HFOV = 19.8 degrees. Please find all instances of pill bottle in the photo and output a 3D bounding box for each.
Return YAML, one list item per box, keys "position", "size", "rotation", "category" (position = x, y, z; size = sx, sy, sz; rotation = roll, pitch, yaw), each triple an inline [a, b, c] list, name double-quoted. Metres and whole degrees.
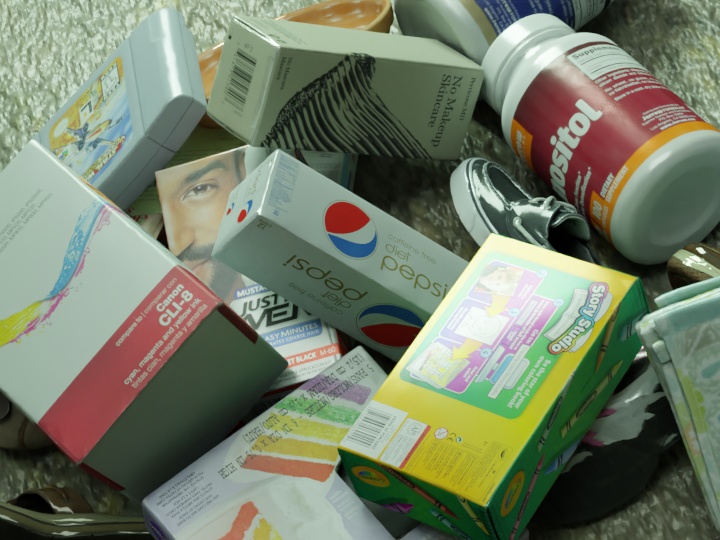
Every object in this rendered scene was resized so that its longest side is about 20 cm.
- position: [0.134, -0.233, 1.642]
  size: [0.200, 0.116, 0.116]
  rotation: [-37, 52, -18]
  category: "pill bottle"
- position: [0.178, -0.103, 1.531]
  size: [0.113, 0.113, 0.200]
  rotation: [-34, 51, -11]
  category: "pill bottle"

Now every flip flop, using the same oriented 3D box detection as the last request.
- position: [-0.203, 0.182, 1.443]
  size: [0.200, 0.081, 0.058]
  rotation: [2, 38, 10]
  category: "flip flop"

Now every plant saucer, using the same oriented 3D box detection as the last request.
- position: [-0.063, -0.163, 1.647]
  size: [0.200, 0.037, 0.200]
  rotation: [-21, 19, 7]
  category: "plant saucer"

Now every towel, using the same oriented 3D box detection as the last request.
- position: [0.295, 0.072, 1.323]
  size: [0.200, 0.171, 0.048]
  rotation: [-19, 12, 15]
  category: "towel"

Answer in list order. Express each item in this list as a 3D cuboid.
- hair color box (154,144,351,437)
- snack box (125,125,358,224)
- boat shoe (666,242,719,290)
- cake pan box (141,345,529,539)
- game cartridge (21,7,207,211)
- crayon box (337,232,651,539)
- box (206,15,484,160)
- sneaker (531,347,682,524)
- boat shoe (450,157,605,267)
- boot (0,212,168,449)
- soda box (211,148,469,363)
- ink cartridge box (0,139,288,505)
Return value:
- position: [-0.077, 0.010, 1.518]
  size: [0.111, 0.064, 0.200]
  rotation: [-17, 62, 6]
  category: "hair color box"
- position: [-0.106, -0.062, 1.626]
  size: [0.200, 0.037, 0.116]
  rotation: [-2, 54, 14]
  category: "snack box"
- position: [0.305, 0.037, 1.415]
  size: [0.202, 0.075, 0.075]
  rotation: [39, 71, 23]
  category: "boat shoe"
- position: [-0.014, 0.171, 1.376]
  size: [0.200, 0.052, 0.184]
  rotation: [-33, 67, -19]
  category: "cake pan box"
- position: [-0.199, -0.099, 1.615]
  size: [0.200, 0.042, 0.133]
  rotation: [-43, 34, 24]
  category: "game cartridge"
- position: [0.091, 0.076, 1.351]
  size: [0.119, 0.058, 0.200]
  rotation: [19, 59, 33]
  category: "crayon box"
- position: [-0.009, -0.133, 1.531]
  size: [0.200, 0.082, 0.068]
  rotation: [0, 25, -38]
  category: "box"
- position: [0.177, 0.098, 1.411]
  size: [0.200, 0.080, 0.086]
  rotation: [-28, 22, 0]
  category: "sneaker"
- position: [0.134, -0.021, 1.491]
  size: [0.068, 0.072, 0.200]
  rotation: [-53, 47, 28]
  category: "boat shoe"
- position: [-0.229, 0.041, 1.552]
  size: [0.146, 0.070, 0.200]
  rotation: [5, 61, 16]
  category: "boot"
- position: [0.000, 0.000, 1.450]
  size: [0.068, 0.200, 0.064]
  rotation: [-39, 28, 45]
  category: "soda box"
- position: [-0.182, 0.038, 1.418]
  size: [0.200, 0.145, 0.145]
  rotation: [39, 86, 25]
  category: "ink cartridge box"
